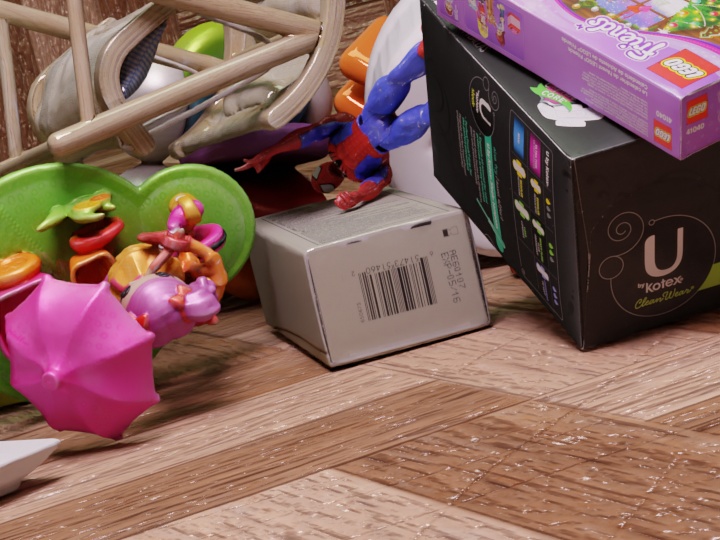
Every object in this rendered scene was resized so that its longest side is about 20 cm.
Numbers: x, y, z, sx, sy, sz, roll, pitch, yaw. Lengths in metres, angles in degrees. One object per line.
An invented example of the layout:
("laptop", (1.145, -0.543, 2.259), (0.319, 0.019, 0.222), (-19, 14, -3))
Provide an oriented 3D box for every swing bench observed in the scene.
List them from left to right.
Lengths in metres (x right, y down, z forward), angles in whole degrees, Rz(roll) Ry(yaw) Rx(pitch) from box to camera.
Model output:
("swing bench", (-0.129, -0.132, 1.519), (0.199, 0.130, 0.199), (-6, -1, -21))

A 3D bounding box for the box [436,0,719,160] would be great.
("box", (0.151, -0.136, 1.253), (0.136, 0.039, 0.200), (-26, 40, -26))

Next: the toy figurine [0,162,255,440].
("toy figurine", (-0.135, 0.024, 1.361), (0.199, 0.151, 0.184), (-22, 21, -8))

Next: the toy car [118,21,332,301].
("toy car", (-0.084, -0.075, 1.699), (0.174, 0.201, 0.150), (-1, 4, -35))

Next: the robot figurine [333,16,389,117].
("robot figurine", (0.080, -0.109, 1.732), (0.199, 0.144, 0.117), (27, 10, 18))

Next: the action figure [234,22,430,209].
("action figure", (-0.001, -0.081, 1.465), (0.099, 0.065, 0.200), (-33, -4, -31))

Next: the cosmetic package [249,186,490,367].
("cosmetic package", (0.000, 0.000, 1.463), (0.103, 0.073, 0.200), (-14, 8, -10))

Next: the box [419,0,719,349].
("box", (0.138, -0.075, 1.312), (0.148, 0.125, 0.200), (-17, 35, -15))

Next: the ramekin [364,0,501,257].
("ramekin", (0.100, -0.105, 1.605), (0.199, 0.201, 0.098), (-13, 16, 7))

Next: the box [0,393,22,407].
("box", (-0.202, 0.048, 1.575), (0.117, 0.049, 0.200), (-13, 6, 0))

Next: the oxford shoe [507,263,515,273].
("oxford shoe", (0.116, -0.079, 1.481), (0.072, 0.071, 0.200), (-11, -35, -1))

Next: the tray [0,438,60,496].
("tray", (-0.258, 0.118, 1.279), (0.199, 0.022, 0.107), (-6, 12, 42))
